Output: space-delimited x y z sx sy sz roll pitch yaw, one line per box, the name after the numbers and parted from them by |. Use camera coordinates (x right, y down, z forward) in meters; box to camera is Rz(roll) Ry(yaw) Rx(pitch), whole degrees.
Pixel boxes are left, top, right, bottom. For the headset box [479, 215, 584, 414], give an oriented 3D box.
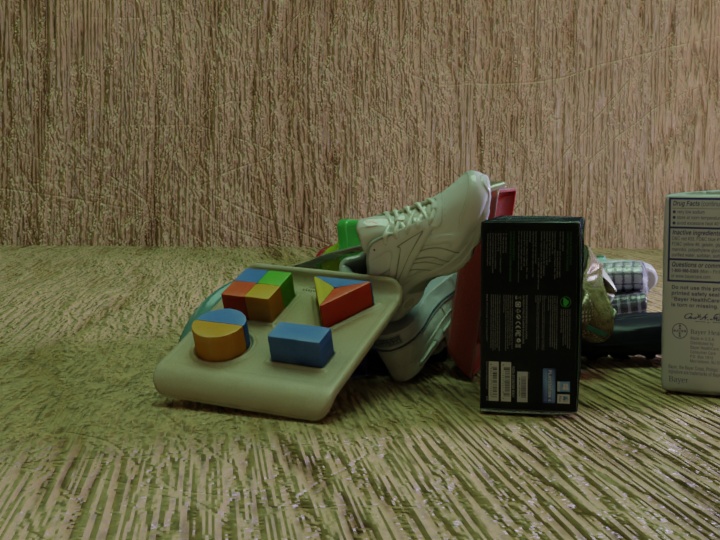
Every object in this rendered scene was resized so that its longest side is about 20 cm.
0.170 0.035 1.110 0.092 0.176 0.200 1 3 12 | headset box

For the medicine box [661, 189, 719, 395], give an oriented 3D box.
0.382 0.017 1.193 0.102 0.203 0.182 3 5 24 | medicine box

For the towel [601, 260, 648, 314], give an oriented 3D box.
0.299 0.043 1.507 0.164 0.087 0.200 -6 -7 15 | towel

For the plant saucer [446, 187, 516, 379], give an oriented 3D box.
0.135 0.005 1.277 0.036 0.202 0.200 9 7 12 | plant saucer

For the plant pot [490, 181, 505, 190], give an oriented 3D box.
0.216 -0.077 2.444 0.175 0.202 0.200 -11 7 -9 | plant pot

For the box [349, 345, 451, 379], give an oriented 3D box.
0.001 0.091 1.285 0.120 0.033 0.199 5 7 38 | box

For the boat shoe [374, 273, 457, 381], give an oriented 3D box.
0.069 0.058 1.249 0.070 0.070 0.200 -12 18 24 | boat shoe

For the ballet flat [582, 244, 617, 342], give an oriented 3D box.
0.259 0.031 1.298 0.065 0.071 0.200 30 26 -3 | ballet flat

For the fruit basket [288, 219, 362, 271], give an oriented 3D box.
0.000 0.000 1.390 0.184 0.095 0.199 3 -20 -45 | fruit basket

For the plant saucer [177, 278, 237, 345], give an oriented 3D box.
-0.093 0.052 1.159 0.197 0.036 0.201 -6 32 4 | plant saucer

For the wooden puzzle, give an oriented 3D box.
-0.076 0.051 1.077 0.183 0.047 0.200 6 35 23 | wooden puzzle

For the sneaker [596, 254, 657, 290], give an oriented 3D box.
0.328 -0.013 1.657 0.198 0.074 0.119 -5 40 15 | sneaker

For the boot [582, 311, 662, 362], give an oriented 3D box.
0.288 0.066 1.362 0.198 0.066 0.165 -6 18 -11 | boot

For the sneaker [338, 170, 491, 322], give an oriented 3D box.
0.048 -0.032 1.130 0.099 0.200 0.078 28 34 -21 | sneaker
